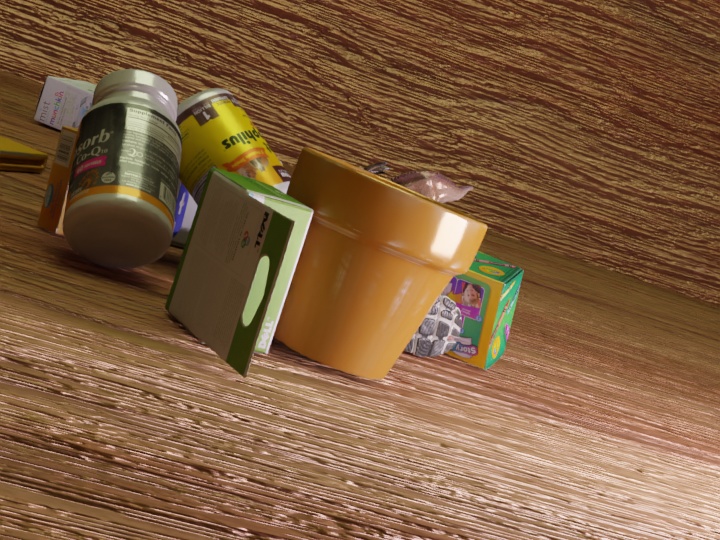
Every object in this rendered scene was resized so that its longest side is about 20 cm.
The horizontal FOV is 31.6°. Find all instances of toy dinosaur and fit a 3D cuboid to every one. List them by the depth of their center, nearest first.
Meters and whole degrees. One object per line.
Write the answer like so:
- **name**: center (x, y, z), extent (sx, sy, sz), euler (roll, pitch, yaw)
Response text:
- **toy dinosaur**: center (0.052, -0.095, 1.628), extent (0.199, 0.136, 0.086), euler (-19, 21, -5)

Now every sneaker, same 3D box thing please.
- **sneaker**: center (0.028, 0.043, 1.459), extent (0.199, 0.078, 0.085), euler (15, 9, -31)

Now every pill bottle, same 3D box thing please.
- **pill bottle**: center (-0.252, -0.112, 1.370), extent (0.116, 0.116, 0.201), euler (16, 51, -22)
- **pill bottle**: center (-0.145, -0.106, 1.485), extent (0.201, 0.109, 0.109), euler (54, 17, 11)

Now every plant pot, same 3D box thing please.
- **plant pot**: center (0.000, 0.000, 1.266), extent (0.199, 0.184, 0.200), euler (23, 5, -2)

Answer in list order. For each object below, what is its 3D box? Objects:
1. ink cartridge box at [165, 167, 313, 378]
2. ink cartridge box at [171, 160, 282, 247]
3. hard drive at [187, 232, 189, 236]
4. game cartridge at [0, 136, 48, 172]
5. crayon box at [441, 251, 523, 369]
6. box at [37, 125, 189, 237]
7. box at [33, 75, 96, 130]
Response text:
- **ink cartridge box**: center (-0.094, 0.005, 1.163), extent (0.075, 0.149, 0.200), euler (14, 9, -31)
- **ink cartridge box**: center (-0.218, -0.115, 1.714), extent (0.144, 0.146, 0.200), euler (15, 8, -28)
- **hard drive**: center (-0.138, 0.000, 1.527), extent (0.139, 0.033, 0.200), euler (17, 8, -13)
- **game cartridge**: center (-0.570, -0.184, 1.796), extent (0.199, 0.033, 0.176), euler (19, 7, 16)
- **crayon box**: center (0.087, 0.024, 1.542), extent (0.199, 0.120, 0.058), euler (22, 30, 23)
- **box**: center (-0.283, -0.094, 1.509), extent (0.041, 0.120, 0.199), euler (19, 6, 33)
- **box**: center (-0.521, -0.308, 2.530), extent (0.175, 0.097, 0.200), euler (22, 9, 9)
